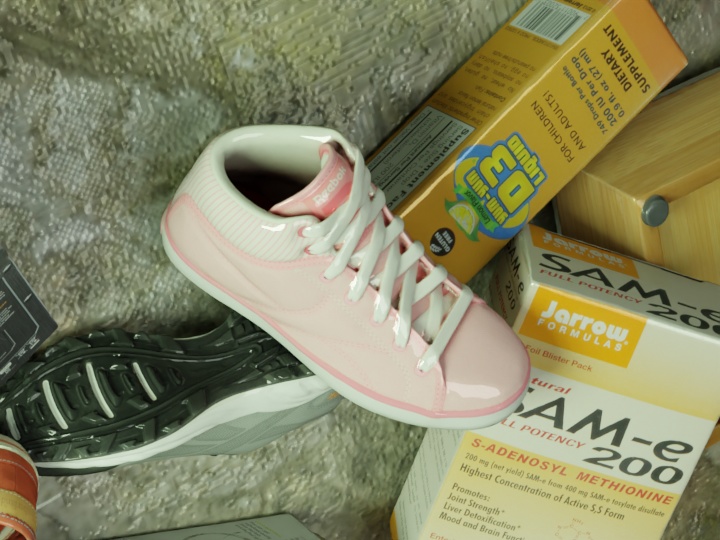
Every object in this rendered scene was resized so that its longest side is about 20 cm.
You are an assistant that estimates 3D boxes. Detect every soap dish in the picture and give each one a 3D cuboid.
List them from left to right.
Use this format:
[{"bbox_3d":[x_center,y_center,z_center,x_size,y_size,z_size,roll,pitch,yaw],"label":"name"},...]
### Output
[{"bbox_3d":[0.193,-0.002,1.420,0.157,0.081,0.201,-25,119,-23],"label":"soap dish"}]

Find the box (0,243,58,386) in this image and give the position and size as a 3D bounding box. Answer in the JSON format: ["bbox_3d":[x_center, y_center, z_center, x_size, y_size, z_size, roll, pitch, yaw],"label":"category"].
[{"bbox_3d":[-0.231,0.061,1.135,0.200,0.048,0.158,-47,167,-8],"label":"box"}]

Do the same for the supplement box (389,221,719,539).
[{"bbox_3d":[0.107,0.090,1.350,0.125,0.074,0.201,16,116,-10],"label":"supplement box"}]

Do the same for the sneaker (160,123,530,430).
[{"bbox_3d":[0.000,0.000,1.222,0.199,0.105,0.076,30,59,2],"label":"sneaker"}]

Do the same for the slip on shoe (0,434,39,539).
[{"bbox_3d":[-0.218,0.166,1.214,0.074,0.061,0.200,29,110,-30],"label":"slip on shoe"}]

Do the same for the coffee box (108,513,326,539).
[{"bbox_3d":[-0.106,0.201,1.306,0.199,0.080,0.114,-6,111,-31],"label":"coffee box"}]

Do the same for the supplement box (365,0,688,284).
[{"bbox_3d":[0.073,-0.068,1.326,0.200,0.069,0.067,-44,123,-8],"label":"supplement box"}]

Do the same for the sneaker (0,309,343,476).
[{"bbox_3d":[-0.088,0.068,1.274,0.199,0.074,0.080,-14,145,-20],"label":"sneaker"}]
